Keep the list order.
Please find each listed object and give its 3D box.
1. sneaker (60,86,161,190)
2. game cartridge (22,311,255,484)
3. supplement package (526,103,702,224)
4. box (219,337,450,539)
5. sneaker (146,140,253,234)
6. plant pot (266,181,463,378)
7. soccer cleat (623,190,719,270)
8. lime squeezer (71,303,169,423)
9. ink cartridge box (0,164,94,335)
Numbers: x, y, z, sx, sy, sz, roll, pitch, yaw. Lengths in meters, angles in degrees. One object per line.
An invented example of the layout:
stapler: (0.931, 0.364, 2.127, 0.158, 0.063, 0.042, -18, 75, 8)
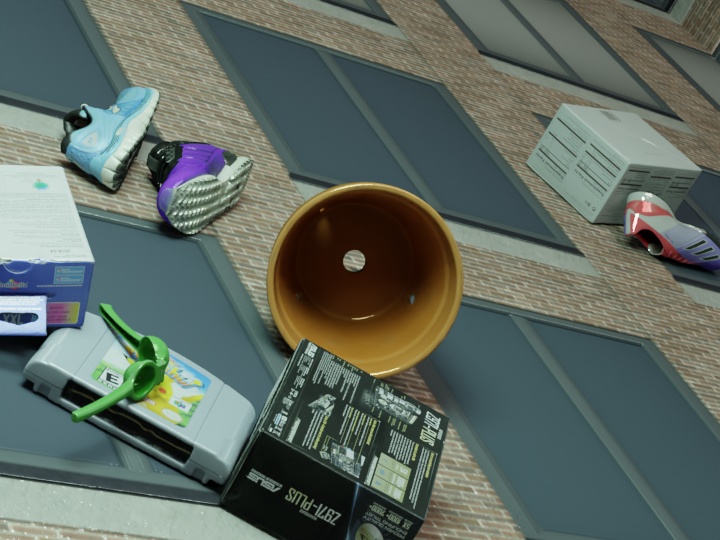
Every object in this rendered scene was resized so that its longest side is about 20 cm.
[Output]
sneaker: (-0.280, -0.165, 2.047, 0.090, 0.079, 0.200, 24, 23, -5)
game cartridge: (-0.191, 0.108, 1.646, 0.199, 0.041, 0.133, 29, 19, -3)
supplement package: (0.378, -0.155, 2.758, 0.200, 0.111, 0.156, 2, 36, -49)
box: (-0.018, 0.169, 1.657, 0.163, 0.086, 0.200, 28, 23, -3)
sneaker: (-0.198, -0.100, 2.033, 0.099, 0.070, 0.200, 27, 18, 10)
plant pot: (0.000, 0.000, 1.916, 0.199, 0.201, 0.140, 26, 7, -9)
soccer cleat: (0.455, -0.040, 2.692, 0.200, 0.068, 0.073, 33, 63, -30)
lime squeezer: (-0.201, 0.080, 1.600, 0.070, 0.038, 0.200, 25, 24, -12)
ink cartridge box: (-0.320, -0.016, 1.656, 0.136, 0.077, 0.200, 1, 31, -21)
